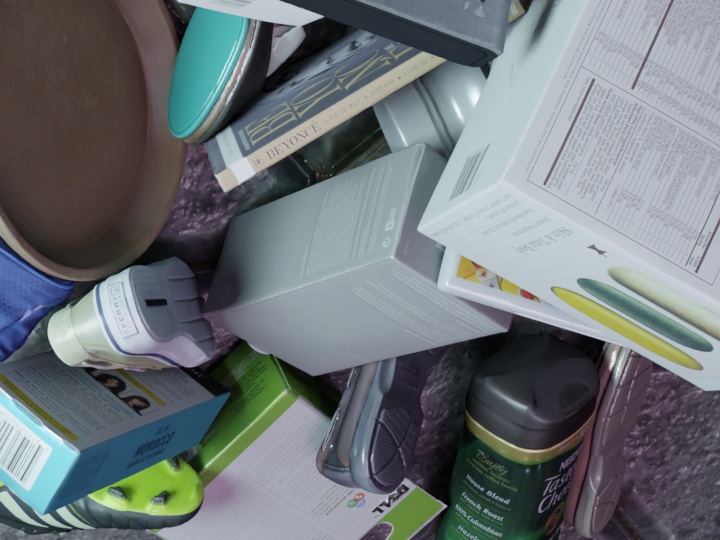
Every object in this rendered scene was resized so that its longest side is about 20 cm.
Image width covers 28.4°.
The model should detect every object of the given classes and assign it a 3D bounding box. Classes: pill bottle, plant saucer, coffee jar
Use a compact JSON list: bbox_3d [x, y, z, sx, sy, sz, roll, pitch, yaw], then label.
[{"bbox_3d":[0.112,-0.125,0.928,0.199,0.117,0.117,-25,125,-2],"label":"pill bottle"},{"bbox_3d":[-0.167,-0.095,0.829,0.029,0.201,0.201,3,131,29],"label":"plant saucer"},{"bbox_3d":[0.120,0.150,1.099,0.104,0.085,0.201,-30,139,-42],"label":"coffee jar"}]

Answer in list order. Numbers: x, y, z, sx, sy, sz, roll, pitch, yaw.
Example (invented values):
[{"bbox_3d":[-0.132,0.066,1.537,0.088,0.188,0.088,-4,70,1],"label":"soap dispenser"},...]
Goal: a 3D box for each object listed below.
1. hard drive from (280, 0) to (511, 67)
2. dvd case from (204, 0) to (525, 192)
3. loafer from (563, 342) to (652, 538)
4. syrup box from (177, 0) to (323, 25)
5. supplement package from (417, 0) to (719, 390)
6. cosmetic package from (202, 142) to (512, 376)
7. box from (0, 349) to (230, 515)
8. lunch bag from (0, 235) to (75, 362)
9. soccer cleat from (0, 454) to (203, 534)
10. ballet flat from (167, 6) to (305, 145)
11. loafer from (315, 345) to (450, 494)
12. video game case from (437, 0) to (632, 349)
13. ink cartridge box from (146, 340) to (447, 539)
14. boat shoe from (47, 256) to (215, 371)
[{"bbox_3d":[0.020,-0.219,0.718,0.139,0.033,0.202,15,74,-22],"label":"hard drive"},{"bbox_3d":[-0.007,-0.121,0.868,0.199,0.149,0.016,-31,110,1],"label":"dvd case"},{"bbox_3d":[0.183,0.121,1.139,0.072,0.063,0.201,-25,131,-47],"label":"loafer"},{"bbox_3d":[-0.041,-0.243,0.772,0.081,0.079,0.202,8,89,-21],"label":"syrup box"},{"bbox_3d":[0.164,-0.049,0.757,0.199,0.152,0.152,28,78,-9],"label":"supplement package"},{"bbox_3d":[0.000,0.000,0.919,0.107,0.199,0.091,32,62,-33],"label":"cosmetic package"},{"bbox_3d":[-0.167,0.090,0.909,0.049,0.082,0.200,-57,165,16],"label":"box"},{"bbox_3d":[-0.274,-0.012,0.846,0.132,0.136,0.200,-42,127,10],"label":"lunch bag"},{"bbox_3d":[-0.203,0.152,0.992,0.198,0.068,0.081,7,135,9],"label":"soccer cleat"},{"bbox_3d":[-0.061,-0.169,0.863,0.068,0.068,0.201,2,113,-37],"label":"ballet flat"},{"bbox_3d":[0.019,0.057,1.001,0.072,0.063,0.201,39,61,-43],"label":"loafer"},{"bbox_3d":[0.154,-0.060,0.847,0.181,0.023,0.202,17,81,-11],"label":"video game case"},{"bbox_3d":[-0.055,0.161,1.070,0.148,0.076,0.200,-43,129,9],"label":"ink cartridge box"},{"bbox_3d":[-0.143,0.030,0.911,0.062,0.200,0.073,-17,82,7],"label":"boat shoe"}]
